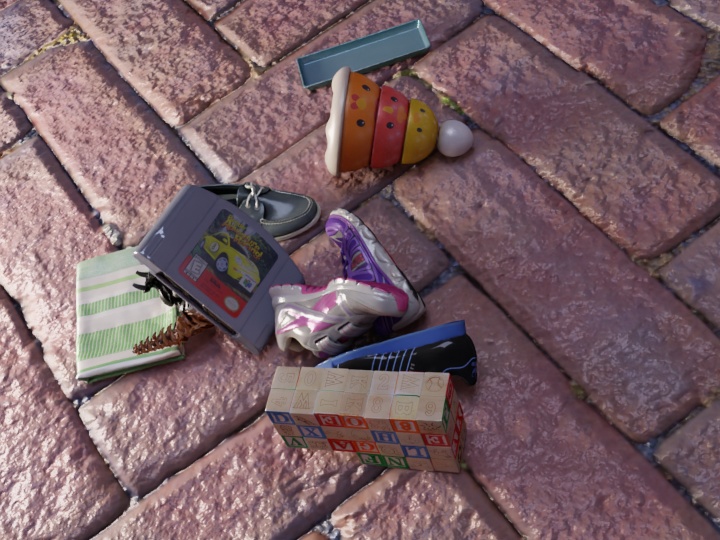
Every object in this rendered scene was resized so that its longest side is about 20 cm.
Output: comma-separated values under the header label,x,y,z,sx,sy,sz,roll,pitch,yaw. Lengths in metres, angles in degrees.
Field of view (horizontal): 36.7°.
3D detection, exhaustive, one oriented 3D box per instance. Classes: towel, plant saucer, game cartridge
label,x,y,z,sx,sy,sz,roll,pitch,yaw
towel,-0.306,0.049,1.430,0.151,0.023,0.201,-15,51,5
plant saucer,0.005,-0.322,1.627,0.198,0.019,0.070,-18,51,3
game cartridge,-0.167,-0.007,1.342,0.041,0.200,0.134,-26,28,55

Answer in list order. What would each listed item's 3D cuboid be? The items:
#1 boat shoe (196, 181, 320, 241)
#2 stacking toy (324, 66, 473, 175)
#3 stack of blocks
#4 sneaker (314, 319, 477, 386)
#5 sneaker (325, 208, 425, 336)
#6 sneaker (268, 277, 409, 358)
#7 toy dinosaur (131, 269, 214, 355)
label,x,y,z,sx,sy,sz,roll,pitch,yaw
boat shoe,-0.153,-0.085,1.463,0.198,0.062,0.073,1,54,16
stacking toy,0.055,-0.193,1.465,0.198,0.147,0.147,6,54,0
stack of blocks,0.009,0.163,1.196,0.198,0.116,0.059,1,54,18
sneaker,0.039,0.118,1.253,0.198,0.070,0.079,-18,85,23
sneaker,0.000,0.000,1.350,0.083,0.081,0.200,-36,50,1
sneaker,-0.024,0.058,1.281,0.199,0.081,0.089,-7,80,41
toy dinosaur,-0.209,0.029,1.366,0.136,0.102,0.200,43,39,2
